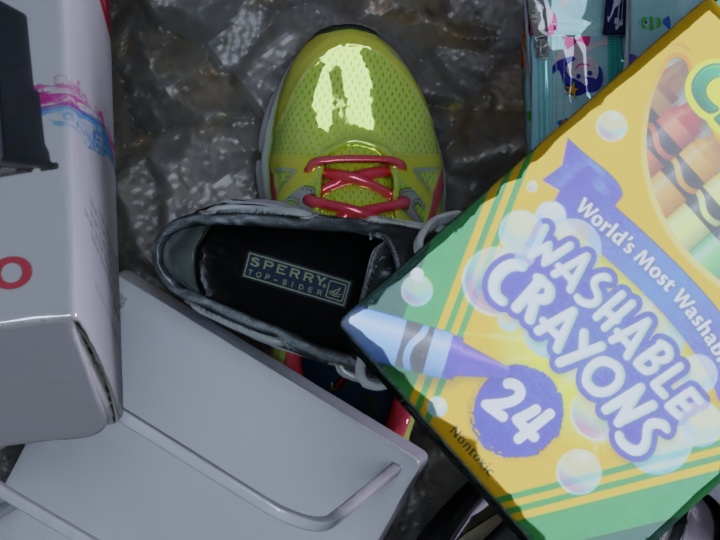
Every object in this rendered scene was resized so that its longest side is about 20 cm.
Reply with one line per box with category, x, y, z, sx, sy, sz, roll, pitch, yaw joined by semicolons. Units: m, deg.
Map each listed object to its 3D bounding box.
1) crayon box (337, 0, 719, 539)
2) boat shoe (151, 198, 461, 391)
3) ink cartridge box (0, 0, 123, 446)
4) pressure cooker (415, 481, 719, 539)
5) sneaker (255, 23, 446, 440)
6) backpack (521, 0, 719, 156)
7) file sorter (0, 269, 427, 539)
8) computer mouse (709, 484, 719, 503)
crayon box;0.107;0.000;0.959;0.200;0.052;0.126;-42;88;-4
boat shoe;0.020;0.012;1.018;0.199;0.068;0.074;19;94;19
ink cartridge box;-0.161;-0.044;0.963;0.147;0.086;0.200;-7;60;3
pressure cooker;0.085;0.168;1.048;0.179;0.176;0.200;-33;105;7
sneaker;0.000;0.000;1.110;0.078;0.090;0.200;-1;86;-5
backpack;0.142;-0.058;1.085;0.150;0.178;0.200;-9;92;18
file sorter;-0.093;0.127;1.034;0.139;0.125;0.200;31;104;9
computer mouse;0.161;0.077;1.143;0.200;0.044;0.110;7;85;-5
